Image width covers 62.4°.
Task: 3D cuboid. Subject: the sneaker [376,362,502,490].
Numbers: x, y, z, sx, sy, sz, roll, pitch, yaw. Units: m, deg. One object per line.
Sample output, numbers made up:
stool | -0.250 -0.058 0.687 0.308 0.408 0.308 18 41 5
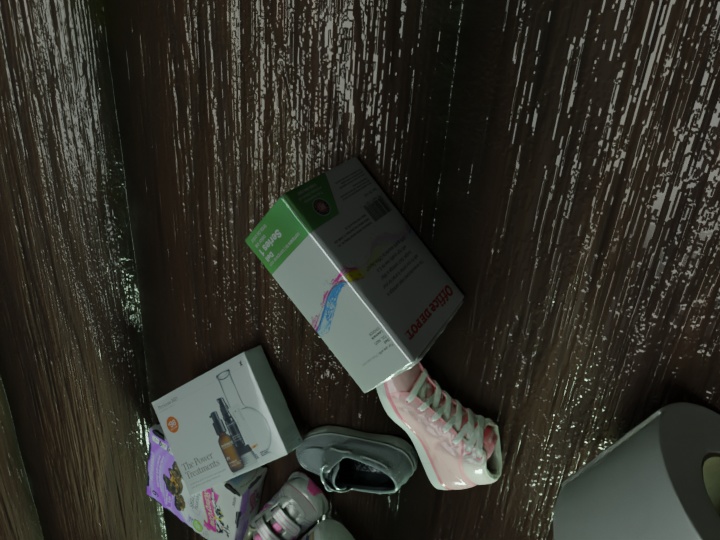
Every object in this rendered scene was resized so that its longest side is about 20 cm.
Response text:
sneaker | 0.099 0.166 0.682 0.103 0.075 0.203 -15 110 40

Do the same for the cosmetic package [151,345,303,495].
cosmetic package | -0.198 0.221 0.868 0.197 0.051 0.154 -29 82 24

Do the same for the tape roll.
tape roll | 0.289 0.241 0.517 0.202 0.202 0.140 40 127 9

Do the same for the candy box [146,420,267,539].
candy box | -0.262 0.354 0.999 0.197 0.071 0.171 27 123 18

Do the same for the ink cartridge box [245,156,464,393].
ink cartridge box | 0.000 0.000 0.623 0.201 0.144 0.084 51 128 0

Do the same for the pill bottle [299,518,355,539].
pill bottle | -0.091 0.473 0.873 0.199 0.111 0.111 -43 87 8

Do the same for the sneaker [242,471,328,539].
sneaker | -0.119 0.388 0.914 0.081 0.088 0.201 41 127 8

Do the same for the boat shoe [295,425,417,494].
boat shoe | -0.020 0.261 0.803 0.197 0.071 0.072 -8 108 34
